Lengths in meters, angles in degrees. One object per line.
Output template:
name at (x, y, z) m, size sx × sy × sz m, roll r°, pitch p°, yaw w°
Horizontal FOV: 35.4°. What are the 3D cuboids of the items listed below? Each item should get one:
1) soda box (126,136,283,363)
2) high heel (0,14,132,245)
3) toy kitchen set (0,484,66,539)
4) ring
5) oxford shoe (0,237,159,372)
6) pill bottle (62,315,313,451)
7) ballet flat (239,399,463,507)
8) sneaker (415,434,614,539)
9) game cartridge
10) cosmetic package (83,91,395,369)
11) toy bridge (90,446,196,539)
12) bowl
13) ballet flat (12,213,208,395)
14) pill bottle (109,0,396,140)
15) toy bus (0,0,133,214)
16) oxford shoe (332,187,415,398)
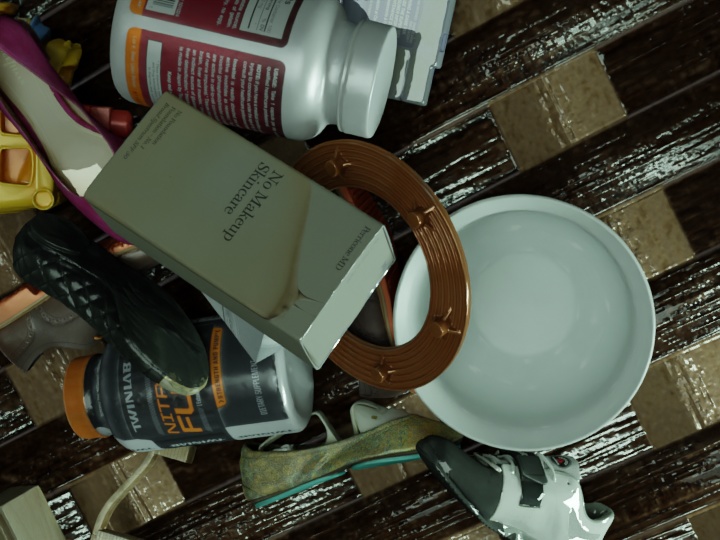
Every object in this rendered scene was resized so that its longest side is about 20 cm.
soda box at (-0.110, -0.029, 0.895) m, size 0.200 × 0.063 × 0.068 m, roll 50°, pitch 148°, yaw 21°
high heel at (-0.222, -0.099, 0.837) m, size 0.067 × 0.096 × 0.201 m, roll -24°, pitch 103°, yaw 7°
toy kitchen set at (-0.359, 0.324, 1.009) m, size 0.163 × 0.199 × 0.182 m, roll -18°, pitch 99°, yaw 54°
ring at (0.000, 0.000, 0.862) m, size 0.200 × 0.019 × 0.202 m, roll 21°, pitch 123°, yaw 36°
oxford shoe at (-0.229, 0.021, 0.972) m, size 0.199 × 0.071 × 0.073 m, roll -27°, pitch 100°, yaw 16°
pill bottle at (-0.147, 0.095, 0.950) m, size 0.198 × 0.106 × 0.107 m, roll -9°, pitch 99°, yaw 12°
ballet flat at (-0.014, 0.146, 0.961) m, size 0.199 × 0.071 × 0.071 m, roll -18°, pitch 97°, yaw 12°
sneaker at (0.130, 0.174, 0.922) m, size 0.200 × 0.074 × 0.089 m, roll 39°, pitch 91°, yaw -27°
game cartridge at (0.017, -0.242, 0.898) m, size 0.129 × 0.038 × 0.202 m, roll 13°, pitch 102°, yaw 3°
cosmetic package at (-0.086, -0.030, 0.808) m, size 0.199 × 0.073 × 0.104 m, roll 31°, pitch 77°, yaw 19°
toy bridge at (-0.204, 0.244, 0.995) m, size 0.067 × 0.027 × 0.202 m, roll 14°, pitch 83°, yaw 7°
bowl at (0.129, 0.034, 0.899) m, size 0.199 × 0.090 × 0.203 m, roll 2°, pitch 100°, yaw 9°
ballet flat at (-0.197, 0.030, 0.899) m, size 0.200 × 0.066 × 0.057 m, roll 40°, pitch 128°, yaw 12°
pill bottle at (-0.078, -0.163, 0.855) m, size 0.198 × 0.113 × 0.114 m, roll 14°, pitch 103°, yaw 8°
toy bus at (-0.282, -0.141, 0.926) m, size 0.190 × 0.136 × 0.202 m, roll 0°, pitch 98°, yaw -4°
oxford shoe at (-0.002, 0.014, 0.930) m, size 0.072 × 0.071 × 0.201 m, roll -16°, pitch 98°, yaw 17°
